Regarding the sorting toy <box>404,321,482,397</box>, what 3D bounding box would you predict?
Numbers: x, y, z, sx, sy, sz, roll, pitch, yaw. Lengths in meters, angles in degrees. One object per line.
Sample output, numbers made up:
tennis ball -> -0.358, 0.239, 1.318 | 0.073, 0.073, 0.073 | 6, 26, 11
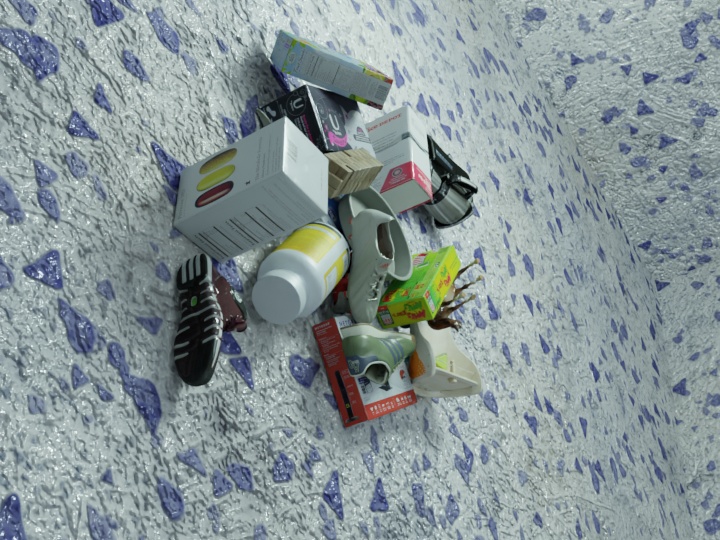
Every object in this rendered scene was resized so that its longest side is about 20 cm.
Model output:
sorting toy -> 0.134, 0.141, 1.840 | 0.200, 0.106, 0.181 | 26, 54, -54

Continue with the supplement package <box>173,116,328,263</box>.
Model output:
supplement package -> -0.158, -0.113, 1.402 | 0.109, 0.199, 0.114 | 42, 34, -41

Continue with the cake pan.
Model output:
cake pan -> 0.026, -0.065, 1.739 | 0.200, 0.037, 0.201 | 46, 28, -32

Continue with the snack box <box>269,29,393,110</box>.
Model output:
snack box -> -0.056, -0.370, 1.773 | 0.199, 0.068, 0.169 | 17, 15, -19

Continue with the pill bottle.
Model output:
pill bottle -> -0.096, 0.006, 1.526 | 0.112, 0.112, 0.200 | 61, 27, -12

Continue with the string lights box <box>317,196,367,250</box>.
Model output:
string lights box -> -0.044, -0.089, 1.755 | 0.103, 0.059, 0.200 | 62, 27, -12

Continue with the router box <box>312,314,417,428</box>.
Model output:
router box -> 0.011, 0.165, 1.672 | 0.200, 0.049, 0.181 | -5, 74, -63

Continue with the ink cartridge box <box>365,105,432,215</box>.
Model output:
ink cartridge box -> 0.060, -0.214, 1.954 | 0.084, 0.144, 0.201 | 42, 36, -44

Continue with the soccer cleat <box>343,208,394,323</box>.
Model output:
soccer cleat -> 0.019, -0.001, 1.611 | 0.069, 0.077, 0.201 | -20, 115, -55

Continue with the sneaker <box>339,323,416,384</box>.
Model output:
sneaker -> 0.031, 0.147, 1.607 | 0.200, 0.067, 0.090 | 20, 60, -56

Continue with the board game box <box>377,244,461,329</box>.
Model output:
board game box -> 0.108, 0.028, 1.771 | 0.048, 0.101, 0.200 | 65, 30, -19

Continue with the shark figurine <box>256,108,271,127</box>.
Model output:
shark figurine -> -0.122, -0.160, 1.573 | 0.090, 0.127, 0.216 | 106, -16, -61

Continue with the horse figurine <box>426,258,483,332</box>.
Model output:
horse figurine -> 0.164, 0.055, 1.794 | 0.050, 0.132, 0.200 | 47, 33, -13

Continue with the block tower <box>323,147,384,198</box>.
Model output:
block tower -> -0.021, -0.168, 1.649 | 0.058, 0.054, 0.200 | 37, 21, 9

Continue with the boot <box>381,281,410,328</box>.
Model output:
boot -> 0.066, 0.013, 1.888 | 0.090, 0.072, 0.201 | 38, 46, -56

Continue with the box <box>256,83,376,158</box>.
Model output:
box -> -0.075, -0.246, 1.759 | 0.200, 0.114, 0.133 | -3, 72, -62

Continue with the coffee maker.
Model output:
coffee maker -> 0.152, -0.215, 2.178 | 0.200, 0.135, 0.192 | 37, 16, -48

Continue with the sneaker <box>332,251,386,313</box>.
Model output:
sneaker -> 0.000, 0.000, 1.727 | 0.200, 0.076, 0.085 | -61, 146, -59

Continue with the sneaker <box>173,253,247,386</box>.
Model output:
sneaker -> -0.194, 0.081, 1.329 | 0.115, 0.075, 0.201 | 41, 36, -47
